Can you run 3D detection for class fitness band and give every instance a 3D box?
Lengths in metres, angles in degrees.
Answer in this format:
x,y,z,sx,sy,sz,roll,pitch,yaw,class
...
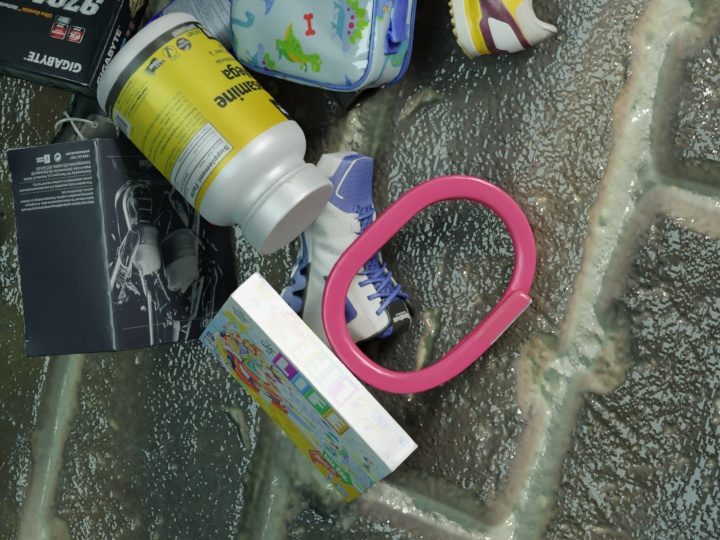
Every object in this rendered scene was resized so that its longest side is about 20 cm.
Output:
x,y,z,sx,sy,sz,roll,pitch,yaw,class
0.059,0.012,1.657,0.200,0.037,0.144,-44,90,-1,fitness band

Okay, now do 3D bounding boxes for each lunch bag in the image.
x,y,z,sx,sy,sz,roll,pitch,yaw,class
-0.025,-0.253,1.626,0.160,0.082,0.202,15,109,32,lunch bag

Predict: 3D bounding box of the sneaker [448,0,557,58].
x,y,z,sx,sy,sz,roll,pitch,yaw,class
0.115,-0.283,1.645,0.089,0.075,0.202,-8,93,18,sneaker

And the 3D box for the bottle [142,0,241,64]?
x,y,z,sx,sy,sz,roll,pitch,yaw,class
-0.107,-0.239,1.761,0.200,0.065,0.084,-36,77,24,bottle

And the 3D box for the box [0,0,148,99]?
x,y,z,sx,sy,sz,roll,pitch,yaw,class
-0.295,-0.257,1.845,0.199,0.046,0.160,16,80,26,box

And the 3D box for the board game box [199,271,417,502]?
x,y,z,sx,sy,sz,roll,pitch,yaw,class
-0.048,0.103,1.693,0.200,0.034,0.134,47,156,2,board game box

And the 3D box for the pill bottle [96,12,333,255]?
x,y,z,sx,sy,sz,roll,pitch,yaw,class
-0.119,-0.112,1.655,0.200,0.112,0.113,46,112,11,pill bottle

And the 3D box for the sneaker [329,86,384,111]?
x,y,z,sx,sy,sz,roll,pitch,yaw,class
0.022,-0.236,1.696,0.106,0.075,0.200,50,122,12,sneaker

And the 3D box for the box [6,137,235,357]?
x,y,z,sx,sy,sz,roll,pitch,yaw,class
-0.208,-0.023,1.750,0.103,0.200,0.184,-4,92,29,box

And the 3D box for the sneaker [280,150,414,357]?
x,y,z,sx,sy,sz,roll,pitch,yaw,class
0.000,0.001,1.716,0.115,0.080,0.201,22,109,22,sneaker

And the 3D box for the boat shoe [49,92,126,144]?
x,y,z,sx,sy,sz,roll,pitch,yaw,class
-0.256,-0.124,1.846,0.071,0.067,0.201,15,96,27,boat shoe
